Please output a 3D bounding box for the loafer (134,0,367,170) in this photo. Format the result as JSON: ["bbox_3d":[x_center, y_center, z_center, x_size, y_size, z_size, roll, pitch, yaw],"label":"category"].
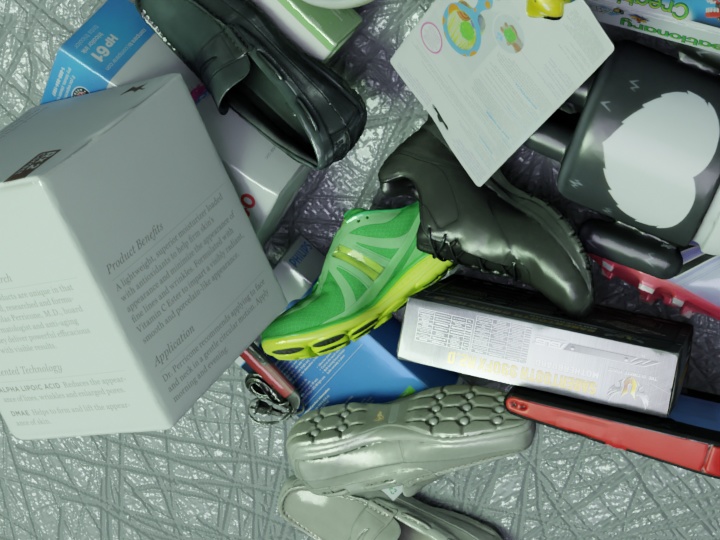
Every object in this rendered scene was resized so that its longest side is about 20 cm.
[{"bbox_3d":[-0.087,-0.148,1.205,0.200,0.070,0.068,38,139,5],"label":"loafer"}]

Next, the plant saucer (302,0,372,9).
[{"bbox_3d":[0.006,-0.281,1.157,0.199,0.050,0.201,-2,86,43],"label":"plant saucer"}]

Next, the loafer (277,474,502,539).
[{"bbox_3d":[0.022,0.221,1.385,0.199,0.070,0.070,15,114,10],"label":"loafer"}]

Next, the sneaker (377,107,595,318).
[{"bbox_3d":[0.092,-0.028,1.223,0.091,0.076,0.200,-38,64,-12],"label":"sneaker"}]

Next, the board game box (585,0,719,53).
[{"bbox_3d":[0.193,-0.230,1.139,0.199,0.035,0.127,17,77,9],"label":"board game box"}]

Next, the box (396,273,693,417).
[{"bbox_3d":[0.142,0.053,1.229,0.199,0.158,0.049,11,99,13],"label":"box"}]

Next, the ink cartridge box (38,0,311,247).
[{"bbox_3d":[-0.146,-0.093,1.280,0.199,0.085,0.145,33,139,0],"label":"ink cartridge box"}]

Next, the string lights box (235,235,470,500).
[{"bbox_3d":[-0.011,0.079,1.345,0.200,0.059,0.103,42,116,-3],"label":"string lights box"}]

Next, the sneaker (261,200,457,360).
[{"bbox_3d":[0.000,0.000,1.273,0.200,0.074,0.084,-35,81,-16],"label":"sneaker"}]

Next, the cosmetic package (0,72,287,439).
[{"bbox_3d":[-0.189,-0.008,1.185,0.164,0.165,0.201,-8,115,37],"label":"cosmetic package"}]

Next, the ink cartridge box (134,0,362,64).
[{"bbox_3d":[-0.106,-0.177,1.280,0.145,0.048,0.200,43,139,-3],"label":"ink cartridge box"}]

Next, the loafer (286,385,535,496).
[{"bbox_3d":[0.042,0.136,1.280,0.199,0.070,0.070,-8,122,22],"label":"loafer"}]

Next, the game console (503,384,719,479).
[{"bbox_3d":[0.202,0.101,1.216,0.176,0.200,0.031,17,98,11],"label":"game console"}]

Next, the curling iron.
[{"bbox_3d":[-0.118,0.047,1.306,0.049,0.026,0.200,-34,105,28],"label":"curling iron"}]

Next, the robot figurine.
[{"bbox_3d":[0.215,-0.088,1.175,0.199,0.125,0.151,23,148,7],"label":"robot figurine"}]

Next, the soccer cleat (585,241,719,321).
[{"bbox_3d":[0.266,0.001,1.240,0.199,0.067,0.077,24,85,12],"label":"soccer cleat"}]

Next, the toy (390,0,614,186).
[{"bbox_3d":[0.103,-0.153,1.131,0.115,0.047,0.200,56,151,8],"label":"toy"}]
